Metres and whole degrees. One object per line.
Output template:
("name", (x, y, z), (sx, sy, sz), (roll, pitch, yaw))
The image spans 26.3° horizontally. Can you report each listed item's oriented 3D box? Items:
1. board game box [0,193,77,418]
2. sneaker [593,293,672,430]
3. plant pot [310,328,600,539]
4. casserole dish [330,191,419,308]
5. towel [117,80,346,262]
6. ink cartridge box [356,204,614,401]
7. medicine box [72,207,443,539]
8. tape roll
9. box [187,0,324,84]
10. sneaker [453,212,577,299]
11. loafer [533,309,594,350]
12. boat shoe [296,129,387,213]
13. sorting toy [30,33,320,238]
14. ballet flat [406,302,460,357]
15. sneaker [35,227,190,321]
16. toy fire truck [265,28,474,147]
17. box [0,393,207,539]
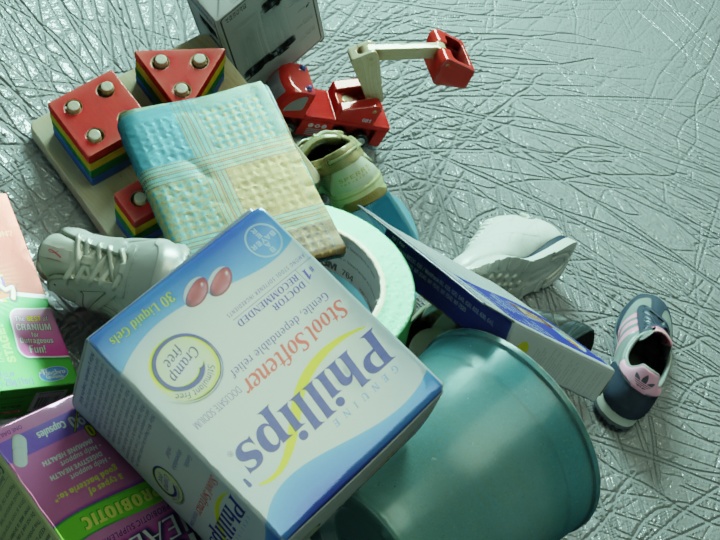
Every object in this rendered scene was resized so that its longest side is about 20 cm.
("board game box", (-0.330, 0.028, 1.239), (0.152, 0.040, 0.201), (-4, 54, -37))
("sneaker", (0.302, 0.078, 1.596), (0.070, 0.082, 0.201), (31, 40, -4))
("plant pot", (0.062, 0.182, 1.262), (0.187, 0.201, 0.200), (-35, 74, -32))
("casserole dish", (0.000, 0.000, 1.467), (0.122, 0.039, 0.200), (58, 35, -19))
("towel", (-0.113, -0.073, 1.317), (0.145, 0.022, 0.201), (-14, 56, -20))
("ink cartridge box", (0.103, 0.032, 1.379), (0.199, 0.047, 0.197), (24, 11, -42))
("medicine box", (-0.075, 0.090, 1.124), (0.200, 0.103, 0.182), (43, 57, 11))
("tape roll", (-0.055, 0.024, 1.294), (0.198, 0.048, 0.202), (7, 43, -6))
("box", (-0.104, -0.257, 1.530), (0.116, 0.200, 0.060), (-41, 75, -7))
("sneaker", (0.138, -0.012, 1.588), (0.080, 0.077, 0.199), (44, 33, 24))
("loafer", (0.146, 0.091, 1.499), (0.072, 0.073, 0.199), (31, 31, 30))
("boat shoe", (-0.030, -0.109, 1.490), (0.064, 0.073, 0.201), (63, -4, -21))
("sorting toy", (-0.168, -0.118, 1.406), (0.198, 0.070, 0.200), (-31, 68, -21))
("ballet flat", (0.069, 0.069, 1.443), (0.067, 0.062, 0.200), (40, 33, 3))
("sneaker", (-0.208, 0.004, 1.241), (0.099, 0.199, 0.079), (23, 76, -30))
("toy fire truck", (0.004, -0.194, 1.605), (0.198, 0.141, 0.049), (6, 48, -31))
("box", (-0.171, 0.191, 1.150), (0.175, 0.097, 0.200), (-23, 67, -45))
